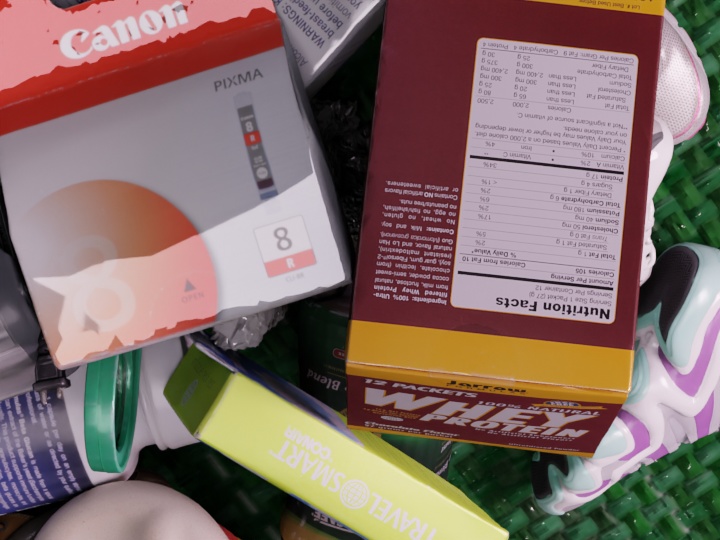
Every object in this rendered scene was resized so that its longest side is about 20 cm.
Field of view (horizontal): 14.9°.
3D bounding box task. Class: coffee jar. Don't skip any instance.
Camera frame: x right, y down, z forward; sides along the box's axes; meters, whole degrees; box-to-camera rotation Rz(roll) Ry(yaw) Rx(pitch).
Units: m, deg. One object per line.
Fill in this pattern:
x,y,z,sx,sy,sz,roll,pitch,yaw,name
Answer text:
0.009,0.099,1.595,0.103,0.085,0.201,10,117,9,coffee jar

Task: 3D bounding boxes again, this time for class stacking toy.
-0.096,0.197,1.596,0.145,0.200,0.147,-2,84,23,stacking toy

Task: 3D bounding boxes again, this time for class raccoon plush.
0.000,0.000,1.493,0.133,0.201,0.097,26,144,-7,raccoon plush

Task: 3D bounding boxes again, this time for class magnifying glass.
-0.126,0.018,1.492,0.022,0.201,0.080,1,145,4,magnifying glass

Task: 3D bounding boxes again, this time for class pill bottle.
-0.190,0.079,1.561,0.198,0.111,0.112,-13,117,3,pill bottle

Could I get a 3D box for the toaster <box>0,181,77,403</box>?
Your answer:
-0.233,0.003,1.470,0.128,0.201,0.114,-22,157,8,toaster

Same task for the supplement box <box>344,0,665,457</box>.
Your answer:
0.068,-0.027,1.350,0.132,0.197,0.202,6,78,1,supplement box

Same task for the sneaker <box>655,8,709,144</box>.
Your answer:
0.111,-0.126,1.491,0.199,0.088,0.081,34,110,-19,sneaker

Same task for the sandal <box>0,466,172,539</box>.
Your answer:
-0.201,0.167,1.635,0.199,0.055,0.082,-35,138,10,sandal

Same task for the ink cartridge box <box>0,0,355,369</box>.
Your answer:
-0.104,-0.068,1.363,0.161,0.050,0.201,-16,103,8,ink cartridge box

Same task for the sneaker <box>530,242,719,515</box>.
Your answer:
0.198,0.084,1.612,0.139,0.078,0.200,20,126,-24,sneaker

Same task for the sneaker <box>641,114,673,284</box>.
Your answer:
0.130,-0.026,1.538,0.086,0.075,0.200,3,148,-22,sneaker

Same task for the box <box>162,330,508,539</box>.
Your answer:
-0.024,0.097,1.474,0.199,0.122,0.048,32,90,-15,box

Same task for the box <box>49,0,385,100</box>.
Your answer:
-0.079,-0.168,1.421,0.184,0.105,0.200,45,107,-1,box
